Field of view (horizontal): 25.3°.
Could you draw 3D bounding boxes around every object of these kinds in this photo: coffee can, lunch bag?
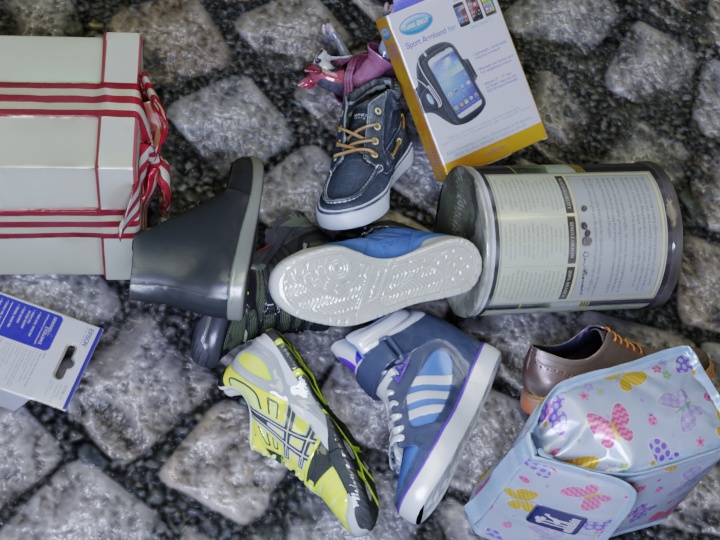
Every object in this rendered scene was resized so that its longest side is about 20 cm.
[{"bbox_3d":[0.189,-0.031,1.549,0.199,0.147,0.147,-2,56,-17],"label":"coffee can"},{"bbox_3d":[0.201,0.171,1.396,0.199,0.170,0.127,-11,61,-26],"label":"lunch bag"}]

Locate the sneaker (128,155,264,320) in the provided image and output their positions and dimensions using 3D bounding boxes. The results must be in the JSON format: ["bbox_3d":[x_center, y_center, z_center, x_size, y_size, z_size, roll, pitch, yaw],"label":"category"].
[{"bbox_3d":[-0.144,-0.041,1.425,0.106,0.075,0.200,8,38,-2],"label":"sneaker"}]

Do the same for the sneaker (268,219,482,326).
[{"bbox_3d":[0.000,0.001,1.475,0.199,0.111,0.077,-11,100,-20],"label":"sneaker"}]

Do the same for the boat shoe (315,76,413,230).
[{"bbox_3d":[-0.002,-0.116,1.556,0.071,0.091,0.200,-2,26,18],"label":"boat shoe"}]

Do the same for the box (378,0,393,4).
[{"bbox_3d":[0.060,-0.404,1.795,0.196,0.124,0.200,30,53,5],"label":"box"}]

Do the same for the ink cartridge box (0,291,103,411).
[{"bbox_3d":[-0.336,0.060,1.408,0.199,0.037,0.095,18,52,1],"label":"ink cartridge box"}]

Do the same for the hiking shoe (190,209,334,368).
[{"bbox_3d":[-0.075,0.027,1.479,0.101,0.076,0.200,31,52,11],"label":"hiking shoe"}]

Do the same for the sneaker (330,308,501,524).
[{"bbox_3d":[0.029,0.121,1.447,0.146,0.081,0.200,22,55,11],"label":"sneaker"}]

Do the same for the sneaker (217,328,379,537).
[{"bbox_3d":[-0.052,0.151,1.413,0.076,0.075,0.200,-33,70,4],"label":"sneaker"}]

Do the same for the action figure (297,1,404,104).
[{"bbox_3d":[0.031,-0.201,1.678,0.199,0.134,0.149,-12,96,-15],"label":"action figure"}]

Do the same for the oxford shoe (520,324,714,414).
[{"bbox_3d":[0.246,0.088,1.512,0.199,0.073,0.071,-9,19,-21],"label":"oxford shoe"}]

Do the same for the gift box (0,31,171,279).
[{"bbox_3d":[-0.265,-0.087,1.450,0.186,0.185,0.200,-1,59,-5],"label":"gift box"}]

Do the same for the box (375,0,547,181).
[{"bbox_3d":[0.098,-0.203,1.611,0.119,0.041,0.200,-24,97,-16],"label":"box"}]
